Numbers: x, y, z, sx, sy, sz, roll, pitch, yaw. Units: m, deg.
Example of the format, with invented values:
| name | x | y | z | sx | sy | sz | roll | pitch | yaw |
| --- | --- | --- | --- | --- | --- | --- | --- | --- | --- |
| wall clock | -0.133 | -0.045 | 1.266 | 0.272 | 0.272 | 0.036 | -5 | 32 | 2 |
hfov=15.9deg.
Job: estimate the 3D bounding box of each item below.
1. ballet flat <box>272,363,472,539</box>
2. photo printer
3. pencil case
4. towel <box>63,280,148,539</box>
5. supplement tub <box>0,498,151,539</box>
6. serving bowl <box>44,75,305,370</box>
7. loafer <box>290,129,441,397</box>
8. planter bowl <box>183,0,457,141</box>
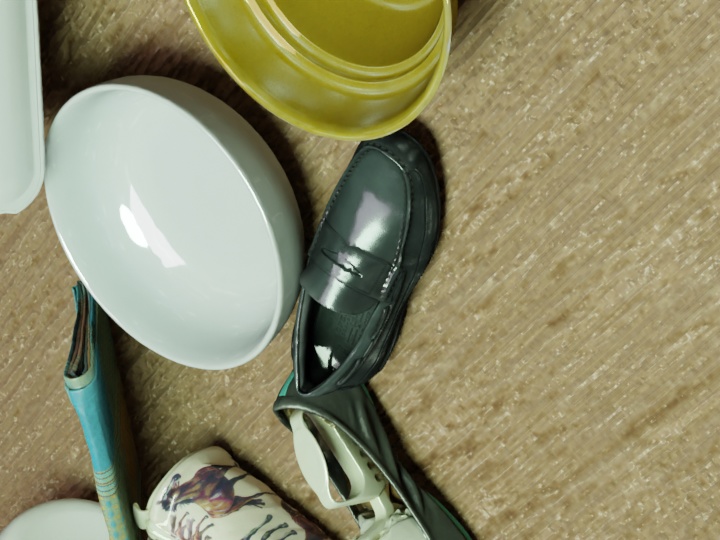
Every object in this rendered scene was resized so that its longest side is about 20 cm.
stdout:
| name | x | y | z | sx | sy | sz | roll | pitch | yaw |
| --- | --- | --- | --- | --- | --- | --- | --- | --- | --- |
| ballet flat | 0.006 | 0.149 | 1.659 | 0.200 | 0.068 | 0.068 | 55 | 139 | -2 |
| photo printer | -0.248 | -0.145 | 1.645 | 0.166 | 0.069 | 0.200 | -120 | 26 | -51 |
| pencil case | -0.059 | 0.205 | 1.743 | 0.200 | 0.089 | 0.078 | 39 | 137 | 17 |
| towel | -0.172 | 0.122 | 1.769 | 0.022 | 0.147 | 0.200 | -9 | 119 | 1 |
| supplement tub | -0.235 | 0.272 | 1.909 | 0.145 | 0.145 | 0.200 | 47 | 139 | 7 |
| serving bowl | -0.108 | -0.038 | 1.638 | 0.200 | 0.066 | 0.200 | 23 | 130 | 31 |
| loafer | 0.000 | 0.000 | 1.561 | 0.068 | 0.070 | 0.201 | 34 | 135 | 20 |
| planter bowl | -0.007 | -0.180 | 1.435 | 0.200 | 0.083 | 0.201 | 23 | 130 | 31 |
